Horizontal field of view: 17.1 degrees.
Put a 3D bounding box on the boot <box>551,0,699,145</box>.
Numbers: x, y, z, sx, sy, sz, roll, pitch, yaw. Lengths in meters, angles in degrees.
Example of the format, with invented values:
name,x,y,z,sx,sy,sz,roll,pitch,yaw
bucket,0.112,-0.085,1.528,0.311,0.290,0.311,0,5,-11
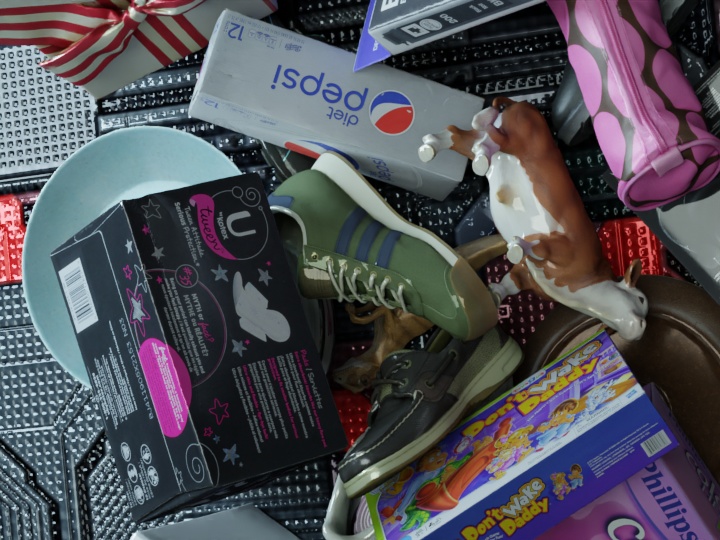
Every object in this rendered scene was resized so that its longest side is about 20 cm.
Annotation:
name,x,y,z,sx,sy,sz,roll,pitch,yaw
boot,0.128,-0.210,1.708,0.200,0.066,0.165,39,94,13

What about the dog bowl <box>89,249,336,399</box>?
name,x,y,z,sx,sy,sz,roll,pitch,yaw
dog bowl,-0.107,0.044,1.789,0.200,0.074,0.201,0,89,21

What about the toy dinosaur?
name,x,y,z,sx,sy,sz,roll,pitch,yaw
toy dinosaur,0.053,0.006,1.744,0.200,0.060,0.106,-41,82,6

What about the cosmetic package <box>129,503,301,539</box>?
name,x,y,z,sx,sy,sz,roll,pitch,yaw
cosmetic package,-0.071,0.278,1.705,0.199,0.200,0.123,35,101,18

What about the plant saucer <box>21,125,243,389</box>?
name,x,y,z,sx,sy,sz,roll,pitch,yaw
plant saucer,-0.150,-0.004,1.746,0.201,0.039,0.201,0,89,21

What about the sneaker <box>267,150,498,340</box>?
name,x,y,z,sx,sy,sz,roll,pitch,yaw
sneaker,0.000,0.000,1.644,0.090,0.067,0.200,-32,51,-20

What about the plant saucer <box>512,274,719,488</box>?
name,x,y,z,sx,sy,sz,roll,pitch,yaw
plant saucer,0.197,0.102,1.698,0.200,0.034,0.201,-1,88,20

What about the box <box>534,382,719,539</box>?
name,x,y,z,sx,sy,sz,roll,pitch,yaw
box,0.159,0.208,1.641,0.200,0.097,0.176,-29,106,17

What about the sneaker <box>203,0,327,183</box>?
name,x,y,z,sx,sy,sz,roll,pitch,yaw
sneaker,-0.046,-0.126,1.767,0.079,0.075,0.200,-34,79,14

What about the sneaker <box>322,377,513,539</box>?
name,x,y,z,sx,sy,sz,roll,pitch,yaw
sneaker,0.042,0.125,1.715,0.075,0.100,0.200,31,94,26

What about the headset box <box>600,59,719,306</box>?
name,x,y,z,sx,sy,sz,roll,pitch,yaw
headset box,0.290,-0.042,1.642,0.149,0.077,0.200,-46,76,14

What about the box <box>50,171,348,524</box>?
name,x,y,z,sx,sy,sz,roll,pitch,yaw
box,-0.111,0.054,1.628,0.132,0.115,0.200,-29,76,56

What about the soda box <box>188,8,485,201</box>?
name,x,y,z,sx,sy,sz,roll,pitch,yaw
soda box,-0.018,-0.116,1.712,0.200,0.063,0.068,18,75,-7

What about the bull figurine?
name,x,y,z,sx,sy,sz,roll,pitch,yaw
bull figurine,0.123,-0.030,1.656,0.065,0.121,0.200,-39,70,36

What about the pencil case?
name,x,y,z,sx,sy,sz,roll,pitch,yaw
pencil case,0.175,-0.144,1.602,0.091,0.094,0.200,-21,75,-5

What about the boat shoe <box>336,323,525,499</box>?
name,x,y,z,sx,sy,sz,roll,pitch,yaw
boat shoe,0.037,0.084,1.625,0.072,0.201,0.066,-34,93,44

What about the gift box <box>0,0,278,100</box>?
name,x,y,z,sx,sy,sz,roll,pitch,yaw
gift box,-0.189,-0.247,1.730,0.184,0.200,0.187,-28,56,20

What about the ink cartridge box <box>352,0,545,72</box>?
name,x,y,z,sx,sy,sz,roll,pitch,yaw
ink cartridge box,0.067,-0.248,1.639,0.200,0.043,0.198,-16,52,48

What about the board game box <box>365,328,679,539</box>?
name,x,y,z,sx,sy,sz,roll,pitch,yaw
board game box,0.101,0.129,1.578,0.200,0.134,0.045,-34,107,4
